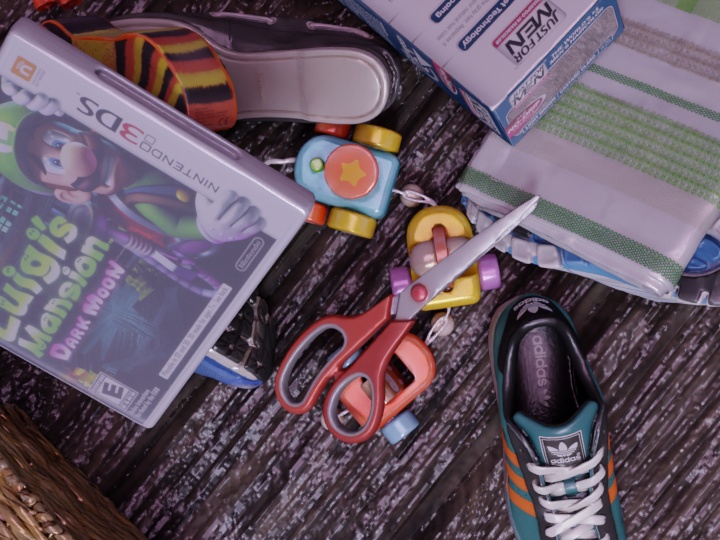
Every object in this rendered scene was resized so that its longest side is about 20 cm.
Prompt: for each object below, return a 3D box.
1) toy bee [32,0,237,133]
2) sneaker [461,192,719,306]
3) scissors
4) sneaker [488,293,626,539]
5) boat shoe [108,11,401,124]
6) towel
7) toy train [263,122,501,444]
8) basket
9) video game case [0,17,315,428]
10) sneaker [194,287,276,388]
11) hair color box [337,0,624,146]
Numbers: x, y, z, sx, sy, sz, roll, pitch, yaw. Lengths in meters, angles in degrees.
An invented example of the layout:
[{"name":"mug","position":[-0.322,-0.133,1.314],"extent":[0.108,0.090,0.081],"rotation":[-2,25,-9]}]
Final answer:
[{"name":"toy bee","position":[-0.158,-0.115,0.879],"extent":[0.199,0.131,0.109],"rotation":[-11,95,26]},{"name":"sneaker","position":[0.154,-0.017,0.924],"extent":[0.200,0.087,0.075],"rotation":[24,86,27]},{"name":"scissors","position":[0.022,0.016,0.896],"extent":[0.073,0.014,0.200],"rotation":[40,108,17]},{"name":"sneaker","position":[0.117,0.114,0.912],"extent":[0.071,0.080,0.201],"rotation":[-14,90,3]},{"name":"boat shoe","position":[-0.071,-0.127,0.948],"extent":[0.199,0.057,0.067],"rotation":[8,114,13]},{"name":"towel","position":[0.166,-0.096,0.888],"extent":[0.149,0.031,0.200],"rotation":[29,79,27]},{"name":"toy train","position":[0.000,0.000,0.936],"extent":[0.150,0.056,0.200],"rotation":[-35,87,1]},{"name":"basket","position":[-0.207,0.196,0.895],"extent":[0.200,0.143,0.149],"rotation":[45,90,4]},{"name":"video game case","position":[-0.150,-0.017,0.847],"extent":[0.182,0.023,0.200],"rotation":[31,126,-10]},{"name":"sneaker","position":[-0.145,0.021,0.938],"extent":[0.200,0.079,0.089],"rotation":[27,132,-8]},{"name":"hair color box","position":[0.049,-0.176,0.905],"extent":[0.100,0.061,0.200],"rotation":[-46,65,-1]}]
